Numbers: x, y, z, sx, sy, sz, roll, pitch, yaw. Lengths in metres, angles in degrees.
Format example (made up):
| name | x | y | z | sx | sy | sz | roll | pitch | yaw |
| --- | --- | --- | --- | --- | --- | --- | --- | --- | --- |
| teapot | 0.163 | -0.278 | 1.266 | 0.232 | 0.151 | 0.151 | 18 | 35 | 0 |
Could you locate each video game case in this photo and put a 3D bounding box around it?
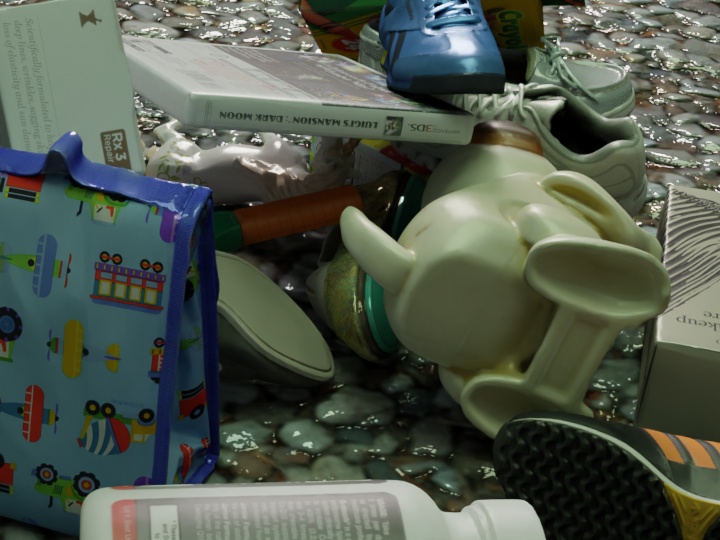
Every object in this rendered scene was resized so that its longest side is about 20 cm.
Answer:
| name | x | y | z | sx | sy | sz | roll | pitch | yaw |
| --- | --- | --- | --- | --- | --- | --- | --- | --- | --- |
| video game case | -0.054 | -0.113 | 0.996 | 0.181 | 0.024 | 0.200 | 1 | 16 | -26 |

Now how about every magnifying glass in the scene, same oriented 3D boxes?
| name | x | y | z | sx | sy | sz | roll | pitch | yaw |
| --- | --- | --- | --- | --- | --- | --- | --- | --- | --- |
| magnifying glass | -0.095 | -0.020 | 0.978 | 0.199 | 0.023 | 0.080 | -15 | 36 | -15 |

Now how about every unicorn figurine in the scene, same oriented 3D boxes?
| name | x | y | z | sx | sy | sz | roll | pitch | yaw |
| --- | --- | --- | --- | --- | --- | --- | --- | --- | --- |
| unicorn figurine | -0.079 | -0.076 | 1.123 | 0.199 | 0.074 | 0.138 | -17 | 29 | 3 |

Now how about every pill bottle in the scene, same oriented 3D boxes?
| name | x | y | z | sx | sy | sz | roll | pitch | yaw |
| --- | --- | --- | --- | --- | --- | --- | --- | --- | --- |
| pill bottle | -0.022 | 0.150 | 0.705 | 0.198 | 0.117 | 0.116 | 0 | 31 | -9 |

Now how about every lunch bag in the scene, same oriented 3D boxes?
| name | x | y | z | sx | sy | sz | roll | pitch | yaw |
| --- | --- | --- | --- | --- | --- | --- | --- | --- | --- |
| lunch bag | -0.152 | 0.025 | 0.810 | 0.150 | 0.201 | 0.094 | 12 | 32 | 11 |

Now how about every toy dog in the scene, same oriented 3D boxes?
| name | x | y | z | sx | sy | sz | roll | pitch | yaw |
| --- | --- | --- | --- | --- | --- | --- | --- | --- | --- |
| toy dog | 0.081 | -0.004 | 0.957 | 0.193 | 0.140 | 0.200 | 13 | 25 | -1 |

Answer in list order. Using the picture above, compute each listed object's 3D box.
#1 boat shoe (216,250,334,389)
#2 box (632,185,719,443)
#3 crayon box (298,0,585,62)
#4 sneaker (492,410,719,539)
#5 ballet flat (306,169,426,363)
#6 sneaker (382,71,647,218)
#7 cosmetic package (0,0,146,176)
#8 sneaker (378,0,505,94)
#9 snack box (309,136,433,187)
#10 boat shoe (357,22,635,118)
| name | x | y | z | sx | sy | sz | roll | pitch | yaw |
| --- | --- | --- | --- | --- | --- | --- | --- | --- | --- |
| boat shoe | -0.099 | 0.021 | 0.909 | 0.200 | 0.057 | 0.067 | 32 | 32 | -37 |
| box | 0.217 | 0.026 | 0.991 | 0.082 | 0.069 | 0.200 | 10 | 31 | 6 |
| crayon box | 0.064 | -0.193 | 1.176 | 0.198 | 0.051 | 0.127 | -3 | -15 | 10 |
| sneaker | 0.169 | 0.119 | 0.846 | 0.199 | 0.070 | 0.090 | 17 | 18 | 19 |
| ballet flat | 0.000 | 0.000 | 1.018 | 0.070 | 0.071 | 0.200 | 9 | 32 | 7 |
| sneaker | 0.097 | -0.098 | 1.061 | 0.199 | 0.081 | 0.075 | 20 | 65 | 13 |
| cosmetic package | -0.171 | -0.085 | 0.921 | 0.074 | 0.102 | 0.200 | -11 | -3 | -11 |
| sneaker | 0.048 | -0.156 | 1.013 | 0.065 | 0.079 | 0.200 | 2 | 17 | -8 |
| snack box | 0.081 | -0.096 | 1.187 | 0.199 | 0.053 | 0.142 | -24 | 42 | -37 |
| boat shoe | 0.096 | -0.138 | 1.143 | 0.200 | 0.065 | 0.075 | 5 | 32 | 2 |
